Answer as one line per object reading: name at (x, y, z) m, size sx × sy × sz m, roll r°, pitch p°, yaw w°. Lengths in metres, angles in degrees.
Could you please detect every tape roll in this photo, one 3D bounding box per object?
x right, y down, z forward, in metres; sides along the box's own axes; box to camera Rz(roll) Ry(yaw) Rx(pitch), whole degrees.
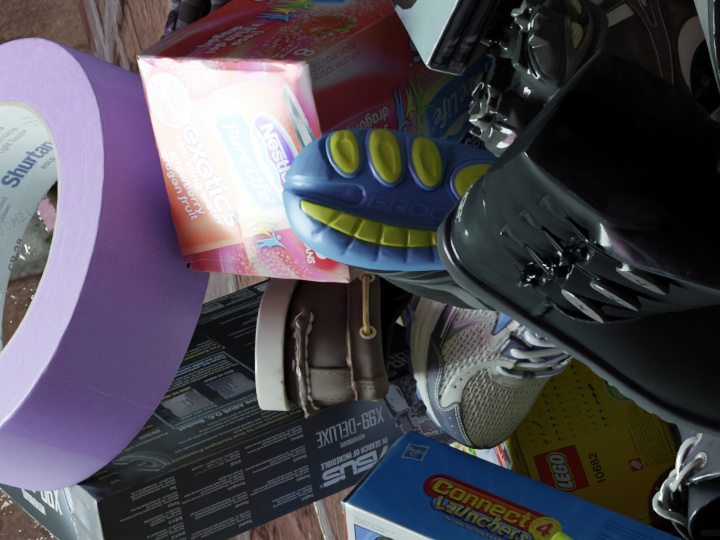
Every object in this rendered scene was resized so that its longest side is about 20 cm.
tape roll at (-0.153, -0.003, 1.113) m, size 0.200 × 0.066 × 0.201 m, roll -23°, pitch 57°, yaw 42°

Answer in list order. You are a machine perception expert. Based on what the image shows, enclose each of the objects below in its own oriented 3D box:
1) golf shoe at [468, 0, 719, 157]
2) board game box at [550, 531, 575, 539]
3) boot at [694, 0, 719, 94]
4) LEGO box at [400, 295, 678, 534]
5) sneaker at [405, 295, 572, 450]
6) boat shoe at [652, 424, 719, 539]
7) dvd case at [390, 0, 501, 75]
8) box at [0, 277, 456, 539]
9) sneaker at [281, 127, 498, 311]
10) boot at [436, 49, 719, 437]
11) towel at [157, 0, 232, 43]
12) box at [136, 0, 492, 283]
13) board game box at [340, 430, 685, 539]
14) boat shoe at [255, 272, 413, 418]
golf shoe at (0.098, -0.090, 0.940) m, size 0.200 × 0.094 × 0.078 m, roll -76°, pitch 11°, yaw -53°
board game box at (0.142, 0.188, 0.909) m, size 0.200 × 0.048 × 0.102 m, roll 31°, pitch 157°, yaw 41°
boot at (0.129, -0.125, 0.807) m, size 0.132 × 0.070 × 0.201 m, roll -111°, pitch 9°, yaw -80°
LEGO box at (0.084, 0.055, 1.196) m, size 0.149 × 0.077 × 0.201 m, roll 107°, pitch 147°, yaw -69°
sneaker at (0.084, 0.007, 1.036) m, size 0.085 × 0.077 × 0.200 m, roll 49°, pitch 132°, yaw 38°
boat shoe at (0.148, 0.081, 0.950) m, size 0.200 × 0.063 × 0.073 m, roll -118°, pitch 17°, yaw -49°
dvd case at (0.050, -0.199, 0.945) m, size 0.200 × 0.022 × 0.146 m, roll -62°, pitch 34°, yaw 31°
box at (-0.072, 0.071, 1.189) m, size 0.158 × 0.200 × 0.050 m, roll 27°, pitch 132°, yaw 54°
sneaker at (0.067, -0.014, 0.947) m, size 0.083 × 0.199 × 0.071 m, roll -153°, pitch 78°, yaw -86°
boot at (0.115, -0.001, 0.789) m, size 0.200 × 0.164 × 0.066 m, roll 129°, pitch 162°, yaw -77°
towel at (-0.038, -0.085, 1.208) m, size 0.085 × 0.166 × 0.200 m, roll 29°, pitch -173°, yaw 31°
box at (0.006, -0.081, 1.065) m, size 0.094 × 0.200 × 0.103 m, roll 6°, pitch 117°, yaw 35°
board game box at (0.095, 0.191, 1.096) m, size 0.200 × 0.056 × 0.196 m, roll 21°, pitch 137°, yaw 27°
boat shoe at (0.000, 0.000, 1.116) m, size 0.200 × 0.059 × 0.072 m, roll -68°, pitch -22°, yaw -59°
